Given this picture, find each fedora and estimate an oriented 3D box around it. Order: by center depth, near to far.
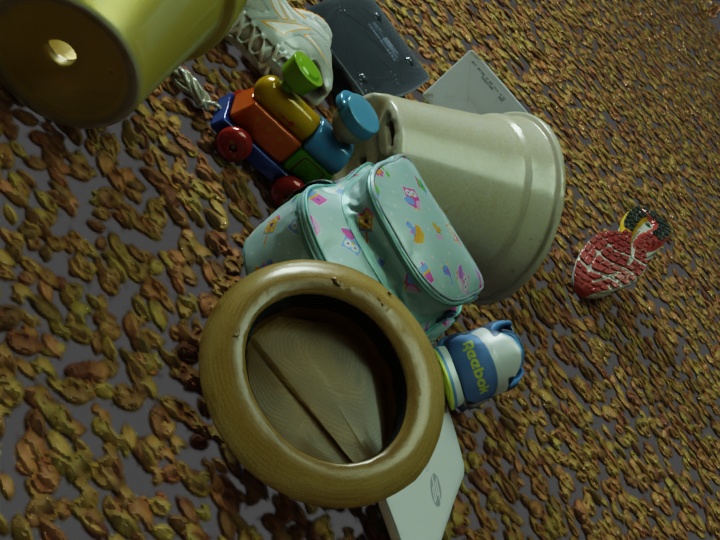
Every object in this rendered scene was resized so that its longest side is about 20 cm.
[{"bbox_3d":[-0.034,0.093,1.092,0.199,0.082,0.202,7,62,-12],"label":"fedora"}]

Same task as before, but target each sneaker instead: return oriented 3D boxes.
[{"bbox_3d":[0.115,0.087,1.333,0.200,0.082,0.074,-14,80,-84],"label":"sneaker"},{"bbox_3d":[-0.091,-0.231,1.433,0.199,0.075,0.093,20,46,-46],"label":"sneaker"},{"bbox_3d":[0.329,-0.007,1.836,0.078,0.082,0.199,41,41,17],"label":"sneaker"}]

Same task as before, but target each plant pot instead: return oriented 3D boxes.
[{"bbox_3d":[-0.200,-0.221,1.132,0.201,0.200,0.190,42,44,-21],"label":"plant pot"},{"bbox_3d":[0.067,-0.083,1.409,0.182,0.201,0.202,15,44,-34],"label":"plant pot"}]

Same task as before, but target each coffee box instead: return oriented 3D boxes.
[{"bbox_3d":[0.155,-0.167,1.668,0.113,0.080,0.200,51,8,16],"label":"coffee box"}]

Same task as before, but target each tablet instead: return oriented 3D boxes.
[{"bbox_3d":[0.052,0.167,1.203,0.200,0.014,0.131,-58,134,-61],"label":"tablet"}]

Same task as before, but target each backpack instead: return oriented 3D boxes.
[{"bbox_3d":[0.000,0.000,1.224,0.177,0.153,0.200,60,34,1],"label":"backpack"}]

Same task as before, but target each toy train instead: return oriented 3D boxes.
[{"bbox_3d":[-0.085,-0.158,1.305,0.200,0.115,0.085,42,29,-22],"label":"toy train"}]

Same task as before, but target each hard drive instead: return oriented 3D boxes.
[{"bbox_3d":[0.000,-0.243,1.621,0.135,0.042,0.200,54,27,1],"label":"hard drive"}]
